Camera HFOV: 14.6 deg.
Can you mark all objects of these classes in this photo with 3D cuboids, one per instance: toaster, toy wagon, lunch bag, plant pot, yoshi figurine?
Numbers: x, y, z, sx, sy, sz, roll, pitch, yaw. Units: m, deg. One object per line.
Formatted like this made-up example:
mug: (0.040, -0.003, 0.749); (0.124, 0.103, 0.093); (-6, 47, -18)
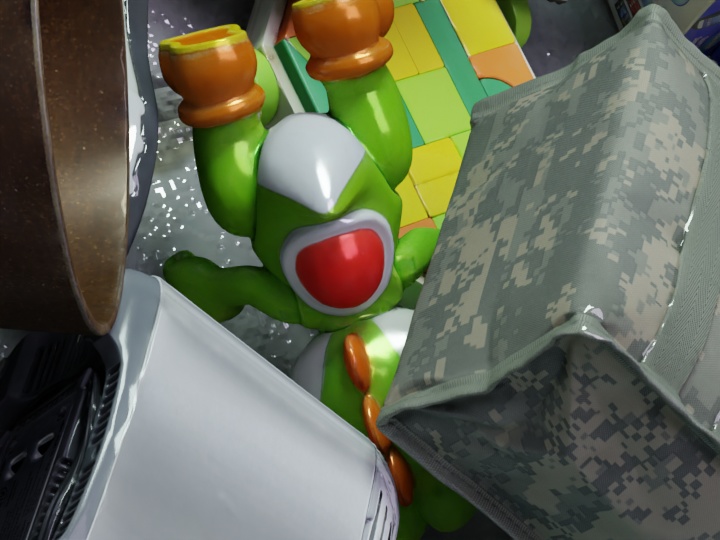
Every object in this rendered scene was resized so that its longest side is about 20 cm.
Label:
toaster: (-0.070, 0.109, 0.935); (0.129, 0.114, 0.201); (31, 51, -21)
toy wagon: (0.032, -0.039, 1.130); (0.155, 0.040, 0.201); (-19, 79, -39)
lunch bag: (0.121, 0.039, 0.999); (0.200, 0.117, 0.165); (42, 44, -24)
plant pot: (-0.182, -0.067, 0.875); (0.199, 0.187, 0.188); (-4, 64, 3)
yoshi figurine: (-0.005, 0.000, 1.039); (0.112, 0.112, 0.201); (-24, 100, -44)

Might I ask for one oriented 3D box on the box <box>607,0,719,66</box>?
box: (0.122, -0.170, 1.200); (0.041, 0.119, 0.201); (-16, 80, -13)

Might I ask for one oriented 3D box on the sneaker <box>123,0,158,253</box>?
sneaker: (-0.123, -0.073, 1.032); (0.082, 0.072, 0.201); (7, 56, -18)

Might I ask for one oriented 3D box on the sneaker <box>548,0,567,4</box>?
sneaker: (0.017, -0.187, 1.152); (0.199, 0.080, 0.074); (24, 12, -20)
